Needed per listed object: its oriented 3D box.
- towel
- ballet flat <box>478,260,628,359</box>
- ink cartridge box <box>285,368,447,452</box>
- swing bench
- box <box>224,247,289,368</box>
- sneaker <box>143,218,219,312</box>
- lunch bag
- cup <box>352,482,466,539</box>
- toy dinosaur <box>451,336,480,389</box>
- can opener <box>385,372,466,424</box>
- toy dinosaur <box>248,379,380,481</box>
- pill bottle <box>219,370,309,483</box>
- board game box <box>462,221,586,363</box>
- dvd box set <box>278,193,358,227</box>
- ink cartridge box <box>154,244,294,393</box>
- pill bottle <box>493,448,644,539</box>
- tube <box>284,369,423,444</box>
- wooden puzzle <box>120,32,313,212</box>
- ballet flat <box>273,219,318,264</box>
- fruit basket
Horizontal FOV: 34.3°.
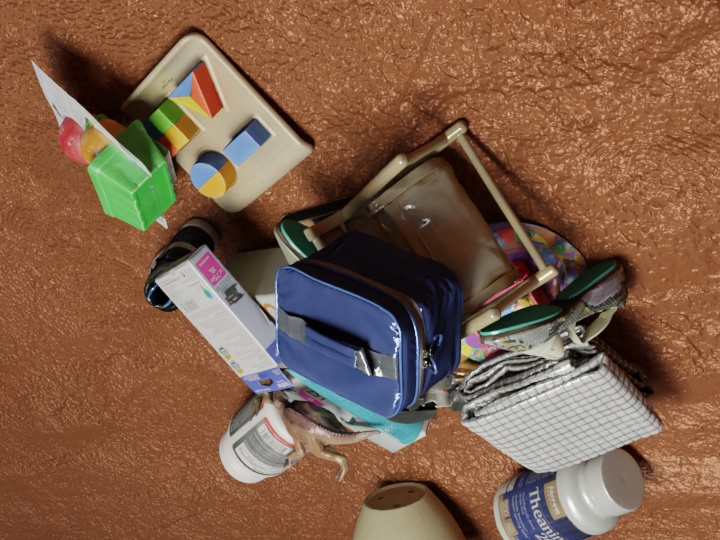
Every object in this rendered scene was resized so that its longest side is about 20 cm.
[{"bbox_3d":[0.238,0.152,1.393,0.198,0.087,0.165,-28,132,29],"label":"towel"},{"bbox_3d":[0.220,0.057,1.277,0.072,0.198,0.073,45,149,36],"label":"ballet flat"},{"bbox_3d":[0.015,0.165,1.591,0.198,0.044,0.173,31,145,-16],"label":"ink cartridge box"},{"bbox_3d":[0.073,-0.019,1.291,0.199,0.129,0.201,-35,86,48],"label":"swing bench"},{"bbox_3d":[-0.101,0.048,1.490,0.198,0.098,0.125,-4,129,52],"label":"box"},{"bbox_3d":[-0.265,0.020,1.581,0.072,0.113,0.200,33,139,-4],"label":"sneaker"},{"bbox_3d":[0.008,0.060,1.204,0.198,0.132,0.138,21,125,37],"label":"lunch bag"},{"bbox_3d":[0.067,0.403,1.743,0.198,0.199,0.146,-6,102,34],"label":"cup"},{"bbox_3d":[0.131,0.094,1.441,0.196,0.061,0.107,1,144,5],"label":"toy dinosaur"},{"bbox_3d":[0.126,0.163,1.498,0.196,0.053,0.067,3,135,-7],"label":"can opener"},{"bbox_3d":[-0.073,0.198,1.536,0.198,0.086,0.136,8,140,46],"label":"toy dinosaur"},{"bbox_3d":[-0.128,0.234,1.716,0.115,0.117,0.200,37,139,-9],"label":"pill bottle"},{"bbox_3d":[0.172,0.041,1.357,0.155,0.039,0.203,12,121,3],"label":"board game box"},{"bbox_3d":[0.000,0.000,1.471,0.145,0.030,0.201,-11,124,37],"label":"dvd box set"},{"bbox_3d":[-0.159,0.065,1.440,0.201,0.042,0.119,52,150,-11],"label":"ink cartridge box"},{"bbox_3d":[0.279,0.305,1.556,0.111,0.112,0.199,40,138,-13],"label":"pill bottle"},{"bbox_3d":[-0.003,0.168,1.509,0.199,0.051,0.077,31,154,-34],"label":"tube"},{"bbox_3d":[-0.179,-0.164,1.397,0.200,0.047,0.184,42,137,-15],"label":"wooden puzzle"},{"bbox_3d":[-0.035,0.007,1.379,0.198,0.068,0.064,26,126,-33],"label":"ballet flat"},{"bbox_3d":[-0.314,-0.154,1.435,0.200,0.093,0.186,46,163,17],"label":"fruit basket"}]
